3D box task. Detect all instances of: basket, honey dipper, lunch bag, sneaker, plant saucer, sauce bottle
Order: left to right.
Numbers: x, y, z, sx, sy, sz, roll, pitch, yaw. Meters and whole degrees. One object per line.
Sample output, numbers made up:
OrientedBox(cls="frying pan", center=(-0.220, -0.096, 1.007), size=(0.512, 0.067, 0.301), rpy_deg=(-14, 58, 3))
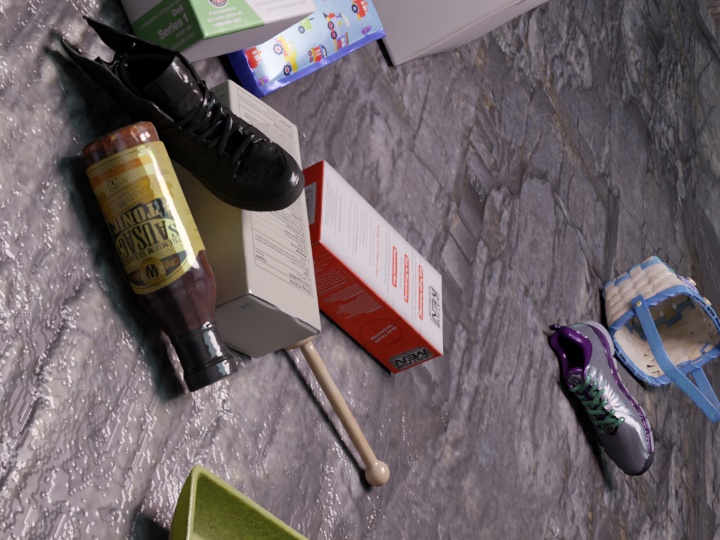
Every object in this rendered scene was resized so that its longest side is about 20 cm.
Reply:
OrientedBox(cls="sauce bottle", center=(-0.146, -0.009, 1.128), size=(0.066, 0.066, 0.202), rpy_deg=(-20, 86, -63))
OrientedBox(cls="sneaker", center=(-0.135, -0.121, 1.157), size=(0.060, 0.199, 0.104), rpy_deg=(-52, 155, -15))
OrientedBox(cls="plant saucer", center=(-0.079, 0.270, 1.057), size=(0.200, 0.048, 0.201), rpy_deg=(42, 36, -40))
OrientedBox(cls="lunch bag", center=(-0.083, -0.255, 1.426), size=(0.200, 0.093, 0.152), rpy_deg=(-36, 104, -53))
OrientedBox(cls="honey dipper", center=(-0.027, 0.105, 1.299), size=(0.202, 0.038, 0.038), rpy_deg=(63, 27, -17))
OrientedBox(cls="sneaker", center=(0.281, 0.156, 1.804), size=(0.087, 0.074, 0.202), rpy_deg=(3, 57, -46))
OrientedBox(cls="basket", center=(0.409, 0.091, 1.994), size=(0.176, 0.138, 0.201), rpy_deg=(42, 26, -41))

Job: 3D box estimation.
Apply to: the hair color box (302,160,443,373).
OrientedBox(cls="hair color box", center=(0.000, 0.000, 1.396), size=(0.200, 0.061, 0.102), rpy_deg=(43, 36, -38))

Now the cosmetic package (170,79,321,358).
OrientedBox(cls="cosmetic package", center=(-0.097, -0.042, 1.235), size=(0.105, 0.071, 0.202), rpy_deg=(33, 43, -49))

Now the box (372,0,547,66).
OrientedBox(cls="box", center=(0.116, -0.362, 1.735), size=(0.173, 0.199, 0.199), rpy_deg=(64, 26, -2))

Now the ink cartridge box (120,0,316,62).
OrientedBox(cls="ink cartridge box", center=(-0.145, -0.288, 1.284), size=(0.144, 0.084, 0.202), rpy_deg=(-23, 91, -46))
